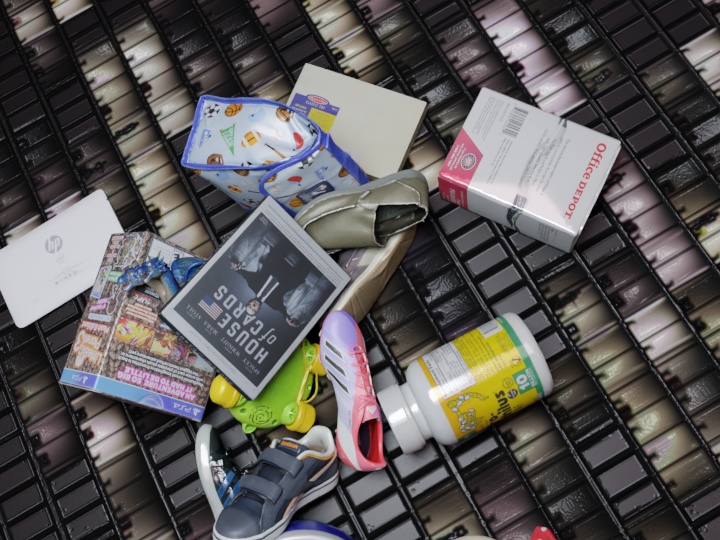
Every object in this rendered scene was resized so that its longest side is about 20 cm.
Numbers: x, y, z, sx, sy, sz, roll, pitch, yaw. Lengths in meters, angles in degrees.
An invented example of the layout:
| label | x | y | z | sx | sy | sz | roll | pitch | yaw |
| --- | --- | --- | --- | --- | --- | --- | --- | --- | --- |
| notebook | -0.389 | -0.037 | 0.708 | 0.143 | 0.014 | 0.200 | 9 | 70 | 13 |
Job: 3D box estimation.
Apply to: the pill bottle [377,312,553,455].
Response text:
| label | x | y | z | sx | sy | sz | roll | pitch | yaw |
| --- | --- | --- | --- | --- | --- | --- | --- | --- | --- |
| pill bottle | 0.125 | 0.144 | 0.950 | 0.198 | 0.113 | 0.114 | -27 | 72 | -1 |

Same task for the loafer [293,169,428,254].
| label | x | y | z | sx | sy | sz | roll | pitch | yaw |
| --- | --- | --- | --- | --- | --- | --- | --- | --- | --- |
| loafer | 0.000 | -0.065 | 0.986 | 0.198 | 0.076 | 0.070 | -25 | 43 | 3 |

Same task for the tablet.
| label | x | y | z | sx | sy | sz | roll | pitch | yaw |
| --- | --- | --- | --- | --- | --- | --- | --- | --- | --- |
| tablet | -0.439 | -0.019 | 1.129 | 0.199 | 0.014 | 0.131 | -32 | 72 | -2 |

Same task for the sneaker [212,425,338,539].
| label | x | y | z | sx | sy | sz | roll | pitch | yaw |
| --- | --- | --- | --- | --- | --- | --- | --- | --- | --- |
| sneaker | -0.100 | 0.249 | 0.909 | 0.078 | 0.199 | 0.080 | 10 | 111 | 31 |

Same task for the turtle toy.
| label | x | y | z | sx | sy | sz | roll | pitch | yaw |
| --- | --- | --- | --- | --- | --- | --- | --- | --- | --- |
| turtle toy | -0.117 | 0.111 | 0.993 | 0.145 | 0.101 | 0.202 | 26 | 74 | -28 |

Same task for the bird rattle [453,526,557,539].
| label | x | y | z | sx | sy | sz | roll | pitch | yaw |
| --- | --- | --- | --- | --- | --- | --- | --- | --- | --- |
| bird rattle | 0.151 | 0.376 | 0.890 | 0.162 | 0.113 | 0.201 | 25 | 75 | 31 |

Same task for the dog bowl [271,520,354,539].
| label | x | y | z | sx | sy | sz | roll | pitch | yaw |
| --- | --- | --- | --- | --- | --- | --- | --- | --- | --- |
| dog bowl | -0.067 | 0.399 | 0.892 | 0.198 | 0.079 | 0.203 | 0 | 86 | -6 |

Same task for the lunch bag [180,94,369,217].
| label | x | y | z | sx | sy | sz | roll | pitch | yaw |
| --- | --- | --- | --- | --- | --- | --- | --- | --- | --- |
| lunch bag | -0.104 | -0.141 | 1.015 | 0.198 | 0.170 | 0.125 | 6 | 77 | 24 |

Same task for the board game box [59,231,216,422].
| label | x | y | z | sx | sy | sz | roll | pitch | yaw |
| --- | --- | --- | --- | --- | --- | --- | --- | --- | --- |
| board game box | -0.263 | 0.073 | 0.989 | 0.096 | 0.159 | 0.202 | 0 | 69 | 45 |

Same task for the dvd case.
| label | x | y | z | sx | sy | sz | roll | pitch | yaw |
| --- | --- | --- | --- | --- | --- | --- | --- | --- | --- |
| dvd case | -0.122 | 0.030 | 0.925 | 0.150 | 0.025 | 0.200 | 45 | 64 | -13 |

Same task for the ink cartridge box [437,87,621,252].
| label | x | y | z | sx | sy | sz | roll | pitch | yaw |
| --- | --- | --- | --- | --- | --- | --- | --- | --- | --- |
| ink cartridge box | 0.223 | -0.134 | 1.031 | 0.198 | 0.084 | 0.146 | 25 | 79 | 15 |

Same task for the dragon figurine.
| label | x | y | z | sx | sy | sz | roll | pitch | yaw |
| --- | --- | --- | --- | --- | --- | --- | --- | --- | --- |
| dragon figurine | -0.196 | 0.013 | 0.946 | 0.058 | 0.199 | 0.101 | 0 | 103 | 45 |

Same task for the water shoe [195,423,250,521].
| label | x | y | z | sx | sy | sz | roll | pitch | yaw |
| --- | --- | --- | --- | --- | --- | --- | --- | --- | --- |
| water shoe | -0.148 | 0.285 | 0.974 | 0.078 | 0.072 | 0.202 | -19 | 82 | -1 |

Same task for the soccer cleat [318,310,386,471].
| label | x | y | z | sx | sy | sz | roll | pitch | yaw |
| --- | --- | --- | --- | --- | --- | --- | --- | --- | --- |
| soccer cleat | -0.004 | 0.149 | 0.959 | 0.066 | 0.076 | 0.203 | -8 | 93 | -36 |

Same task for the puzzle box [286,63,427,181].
| label | x | y | z | sx | sy | sz | roll | pitch | yaw |
| --- | --- | --- | --- | --- | --- | --- | --- | --- | --- |
| puzzle box | -0.017 | -0.213 | 1.119 | 0.198 | 0.025 | 0.134 | 22 | 78 | 13 |

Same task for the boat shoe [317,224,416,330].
| label | x | y | z | sx | sy | sz | roll | pitch | yaw |
| --- | --- | --- | --- | --- | --- | --- | --- | --- | --- |
| boat shoe | 0.000 | 0.000 | 1.034 | 0.064 | 0.072 | 0.201 | 29 | 73 | 25 |
